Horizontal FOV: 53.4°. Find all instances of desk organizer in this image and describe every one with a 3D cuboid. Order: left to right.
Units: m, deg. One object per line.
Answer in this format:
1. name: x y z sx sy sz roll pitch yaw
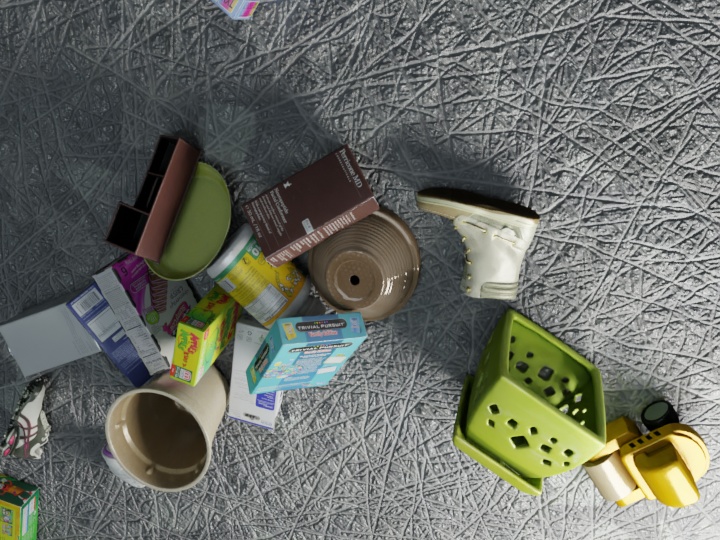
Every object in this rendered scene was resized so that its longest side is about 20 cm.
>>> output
1. desk organizer: -0.340 -0.123 1.174 0.070 0.077 0.205 19 87 15

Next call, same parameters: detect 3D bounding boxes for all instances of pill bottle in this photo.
1. pill bottle: -0.154 0.026 1.212 0.112 0.114 0.200 -39 107 22

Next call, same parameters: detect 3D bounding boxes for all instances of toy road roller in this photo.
1. toy road roller: 0.468 0.322 1.171 0.198 0.146 0.124 -33 101 21

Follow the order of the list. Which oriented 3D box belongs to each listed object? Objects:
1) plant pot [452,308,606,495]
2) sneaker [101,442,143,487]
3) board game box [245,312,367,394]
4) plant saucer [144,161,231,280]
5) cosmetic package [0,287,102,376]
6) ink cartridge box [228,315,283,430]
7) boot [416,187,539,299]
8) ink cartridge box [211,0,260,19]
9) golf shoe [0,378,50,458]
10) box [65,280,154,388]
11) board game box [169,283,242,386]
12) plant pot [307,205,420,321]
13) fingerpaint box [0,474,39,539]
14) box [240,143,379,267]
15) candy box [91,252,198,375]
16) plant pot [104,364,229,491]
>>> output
1. plant pot: 0.262 0.222 1.159 0.197 0.200 0.183 32 121 -2
2. sneaker: -0.424 0.396 1.450 0.194 0.075 0.102 10 126 13
3. board game box: -0.095 0.140 1.195 0.147 0.048 0.201 -3 150 -28
4. plant saucer: -0.290 -0.081 1.207 0.195 0.031 0.206 -7 74 27
5. cosmetic package: -0.572 0.115 1.364 0.195 0.081 0.116 -15 106 19
6. ink cartridge box: -0.189 0.190 1.328 0.097 0.039 0.205 13 111 7
7. boot: 0.172 -0.041 1.145 0.194 0.072 0.159 14 115 7
8. ink cartridge box: -0.175 -0.497 1.049 0.135 0.077 0.201 37 112 -3
9. golf shoe: -0.673 0.306 1.472 0.086 0.078 0.202 23 118 -19
10. box: -0.426 0.102 1.310 0.121 0.032 0.202 -40 105 -17
11. board game box: -0.255 0.097 1.219 0.046 0.201 0.104 17 114 5
12. plant pot: 0.000 0.000 1.186 0.195 0.093 0.207 4 112 10
13. fingerpaint box: -0.806 0.553 1.583 0.162 0.074 0.205 16 112 5
14. box: -0.078 -0.099 1.131 0.197 0.075 0.102 -30 77 2
15. candy box: -0.361 0.059 1.260 0.060 0.137 0.204 -17 107 32
16. plant pot: -0.331 0.260 1.307 0.194 0.184 0.206 4 111 10
